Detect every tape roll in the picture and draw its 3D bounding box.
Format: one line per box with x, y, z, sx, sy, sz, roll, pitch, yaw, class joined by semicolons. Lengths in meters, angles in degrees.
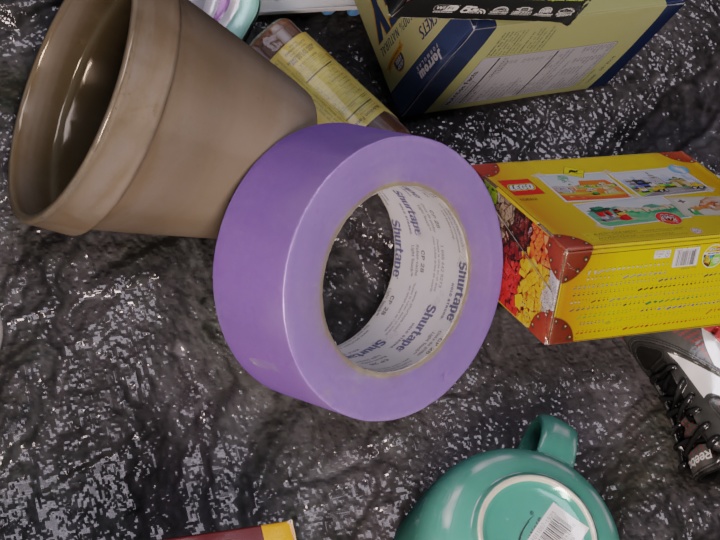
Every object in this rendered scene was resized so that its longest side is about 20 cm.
0.000;0.000;1.584;0.199;0.085;0.201;-10;106;-37;tape roll

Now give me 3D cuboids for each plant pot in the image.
-0.133;-0.102;1.610;0.173;0.200;0.201;21;60;-26;plant pot

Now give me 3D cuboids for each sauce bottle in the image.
-0.006;-0.103;1.706;0.200;0.065;0.065;45;61;4;sauce bottle

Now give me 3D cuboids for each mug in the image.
0.101;0.187;1.569;0.151;0.114;0.186;-5;67;-19;mug

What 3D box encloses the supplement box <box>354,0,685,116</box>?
0.106;-0.247;1.751;0.199;0.134;0.201;-11;70;-30;supplement box

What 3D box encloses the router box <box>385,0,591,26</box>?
0.079;-0.278;1.632;0.149;0.062;0.201;-1;65;-26;router box

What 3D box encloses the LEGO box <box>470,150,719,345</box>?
0.189;-0.021;1.661;0.199;0.078;0.149;-5;29;-27;LEGO box

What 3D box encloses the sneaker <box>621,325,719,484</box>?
0.259;0.101;1.683;0.200;0.071;0.098;44;59;5;sneaker

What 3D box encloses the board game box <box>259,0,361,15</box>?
-0.104;-0.284;1.782;0.199;0.026;0.201;-6;68;-19;board game box

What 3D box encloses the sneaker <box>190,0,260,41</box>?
-0.115;-0.265;1.711;0.139;0.078;0.201;29;60;-3;sneaker

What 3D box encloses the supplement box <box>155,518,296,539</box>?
-0.132;0.284;1.442;0.199;0.133;0.198;-6;67;-19;supplement box

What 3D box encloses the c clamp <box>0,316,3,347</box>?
-0.340;0.034;1.558;0.170;0.027;0.200;-29;77;-26;c clamp
